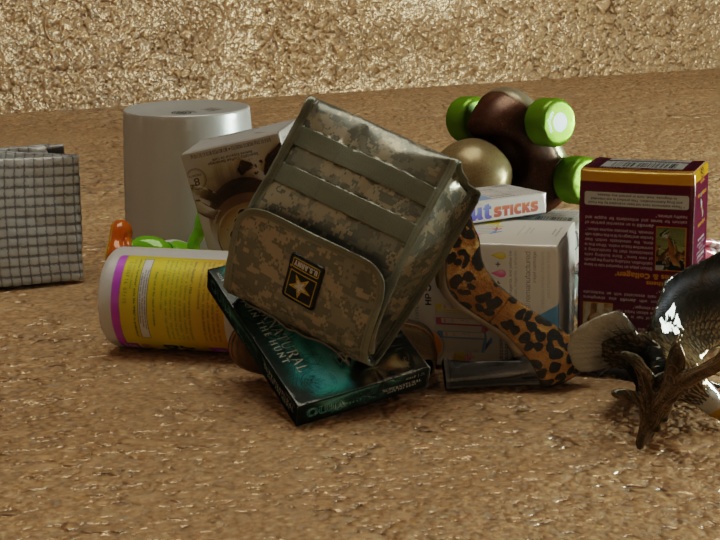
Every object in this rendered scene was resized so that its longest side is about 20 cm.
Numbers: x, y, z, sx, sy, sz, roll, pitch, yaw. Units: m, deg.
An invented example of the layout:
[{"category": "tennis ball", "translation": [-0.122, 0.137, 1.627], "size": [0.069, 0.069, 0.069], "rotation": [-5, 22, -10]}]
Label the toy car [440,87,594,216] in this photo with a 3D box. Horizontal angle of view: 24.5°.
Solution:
[{"category": "toy car", "translation": [0.138, -0.093, 1.860], "size": [0.200, 0.158, 0.164], "rotation": [-44, 29, -26]}]

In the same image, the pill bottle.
[{"category": "pill bottle", "translation": [-0.158, 0.031, 1.687], "size": [0.200, 0.104, 0.104], "rotation": [3, 14, 14]}]

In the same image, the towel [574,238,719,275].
[{"category": "towel", "translation": [0.337, 0.003, 1.726], "size": [0.146, 0.030, 0.200], "rotation": [-15, -17, 39]}]

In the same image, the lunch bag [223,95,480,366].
[{"category": "lunch bag", "translation": [-0.015, -0.030, 1.492], "size": [0.164, 0.200, 0.118], "rotation": [26, -6, 22]}]

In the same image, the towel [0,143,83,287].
[{"category": "towel", "translation": [-0.436, -0.065, 1.989], "size": [0.200, 0.166, 0.086], "rotation": [-6, 8, -23]}]

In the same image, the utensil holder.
[{"category": "utensil holder", "translation": [-0.213, -0.103, 2.054], "size": [0.170, 0.200, 0.170], "rotation": [-2, 13, 0]}]

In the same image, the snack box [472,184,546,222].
[{"category": "snack box", "translation": [0.088, -0.063, 1.682], "size": [0.200, 0.024, 0.072], "rotation": [-9, 15, -31]}]

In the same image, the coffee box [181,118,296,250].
[{"category": "coffee box", "translation": [-0.102, -0.047, 1.757], "size": [0.113, 0.200, 0.080], "rotation": [-12, 13, 16]}]

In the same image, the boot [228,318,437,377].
[{"category": "boot", "translation": [-0.025, 0.077, 1.566], "size": [0.200, 0.074, 0.075], "rotation": [1, 19, -4]}]

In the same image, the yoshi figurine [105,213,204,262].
[{"category": "yoshi figurine", "translation": [-0.186, -0.021, 1.917], "size": [0.200, 0.112, 0.112], "rotation": [4, 7, 6]}]

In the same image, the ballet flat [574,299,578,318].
[{"category": "ballet flat", "translation": [0.320, 0.043, 1.702], "size": [0.200, 0.072, 0.072], "rotation": [3, 14, 11]}]

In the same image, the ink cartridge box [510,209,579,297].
[{"category": "ink cartridge box", "translation": [0.177, -0.012, 1.889], "size": [0.146, 0.084, 0.200], "rotation": [2, 14, 17]}]

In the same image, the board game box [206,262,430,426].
[{"category": "board game box", "translation": [-0.041, 0.052, 1.534], "size": [0.135, 0.028, 0.200], "rotation": [-15, 45, -24]}]

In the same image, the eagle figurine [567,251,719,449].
[{"category": "eagle figurine", "translation": [0.277, 0.074, 1.441], "size": [0.151, 0.151, 0.200], "rotation": [-6, 21, 24]}]

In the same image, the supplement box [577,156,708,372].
[{"category": "supplement box", "translation": [0.270, -0.003, 1.589], "size": [0.110, 0.200, 0.086], "rotation": [4, 13, 20]}]

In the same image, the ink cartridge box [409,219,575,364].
[{"category": "ink cartridge box", "translation": [0.108, 0.021, 1.658], "size": [0.200, 0.129, 0.125], "rotation": [1, 13, 15]}]

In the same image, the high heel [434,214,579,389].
[{"category": "high heel", "translation": [0.143, 0.011, 1.556], "size": [0.142, 0.200, 0.071], "rotation": [-4, -1, -2]}]
